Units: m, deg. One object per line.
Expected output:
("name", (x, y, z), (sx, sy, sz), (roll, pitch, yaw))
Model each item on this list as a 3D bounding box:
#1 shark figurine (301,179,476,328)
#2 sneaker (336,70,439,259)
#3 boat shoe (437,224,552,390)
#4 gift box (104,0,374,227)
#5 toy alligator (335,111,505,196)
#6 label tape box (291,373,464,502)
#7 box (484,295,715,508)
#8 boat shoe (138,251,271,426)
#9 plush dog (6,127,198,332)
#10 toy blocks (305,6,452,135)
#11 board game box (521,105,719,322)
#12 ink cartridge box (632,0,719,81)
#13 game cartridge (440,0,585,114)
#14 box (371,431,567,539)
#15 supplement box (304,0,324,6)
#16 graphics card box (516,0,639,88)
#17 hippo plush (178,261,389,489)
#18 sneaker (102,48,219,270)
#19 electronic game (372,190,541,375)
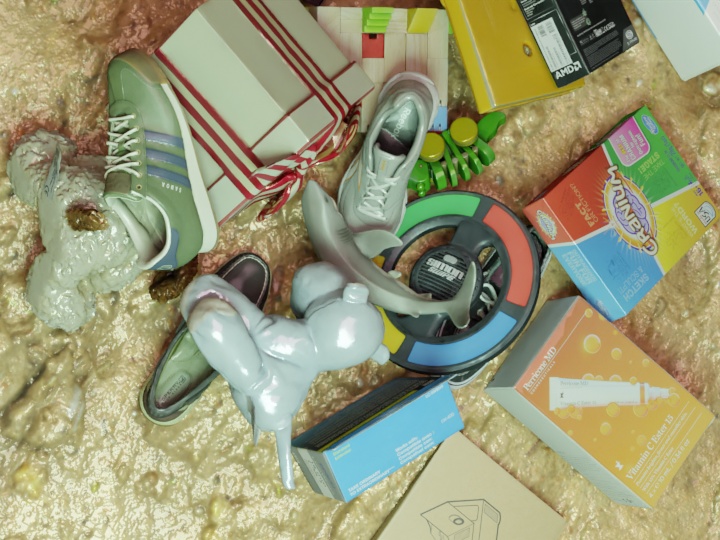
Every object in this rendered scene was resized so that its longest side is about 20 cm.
("shark figurine", (0.012, 0.018, 1.516), (0.213, 0.129, 0.090), (32, 47, 12))
("sneaker", (0.020, -0.100, 1.528), (0.075, 0.092, 0.202), (17, 107, 2))
("boat shoe", (0.142, 0.037, 1.605), (0.073, 0.068, 0.200), (40, 77, -8))
("gift box", (-0.118, -0.149, 1.471), (0.187, 0.184, 0.200), (48, 39, -5))
("toy alligator", (0.073, -0.105, 1.597), (0.198, 0.059, 0.055), (-26, 64, -7))
("label tape box", (0.021, 0.164, 1.494), (0.143, 0.200, 0.064), (-30, 94, -15))
("box", (0.252, 0.139, 1.610), (0.199, 0.097, 0.125), (40, 77, -8))
("boat shoe", (-0.150, 0.068, 1.528), (0.071, 0.066, 0.202), (37, 77, -8))
("plush dog", (-0.233, -0.052, 1.490), (0.170, 0.160, 0.203), (-9, 88, -41))
("toy blocks", (0.014, -0.204, 1.589), (0.197, 0.100, 0.139), (-3, 98, -24))
("board game box", (0.284, -0.062, 1.634), (0.200, 0.040, 0.154), (-41, 96, -33))
("ink cartridge box", (0.421, -0.327, 1.681), (0.199, 0.125, 0.129), (-36, 94, -14))
("game cartridge", (0.151, -0.275, 1.614), (0.175, 0.032, 0.202), (-17, 87, -47))
("box", (0.100, 0.295, 1.596), (0.163, 0.021, 0.201), (39, 78, -8))
("supplement box", (-0.097, -0.382, 1.553), (0.198, 0.103, 0.132), (24, 68, -11))
("graphics card box", (0.215, -0.310, 1.631), (0.125, 0.051, 0.202), (-35, 99, -47))
("hippo plush", (-0.064, 0.054, 1.414), (0.160, 0.200, 0.160), (-32, 130, -3))
("sneaker", (-0.199, -0.094, 1.382), (0.090, 0.067, 0.202), (-34, 110, -44))
("electronic game", (0.088, 0.011, 1.562), (0.197, 0.042, 0.203), (-8, 65, 17))
